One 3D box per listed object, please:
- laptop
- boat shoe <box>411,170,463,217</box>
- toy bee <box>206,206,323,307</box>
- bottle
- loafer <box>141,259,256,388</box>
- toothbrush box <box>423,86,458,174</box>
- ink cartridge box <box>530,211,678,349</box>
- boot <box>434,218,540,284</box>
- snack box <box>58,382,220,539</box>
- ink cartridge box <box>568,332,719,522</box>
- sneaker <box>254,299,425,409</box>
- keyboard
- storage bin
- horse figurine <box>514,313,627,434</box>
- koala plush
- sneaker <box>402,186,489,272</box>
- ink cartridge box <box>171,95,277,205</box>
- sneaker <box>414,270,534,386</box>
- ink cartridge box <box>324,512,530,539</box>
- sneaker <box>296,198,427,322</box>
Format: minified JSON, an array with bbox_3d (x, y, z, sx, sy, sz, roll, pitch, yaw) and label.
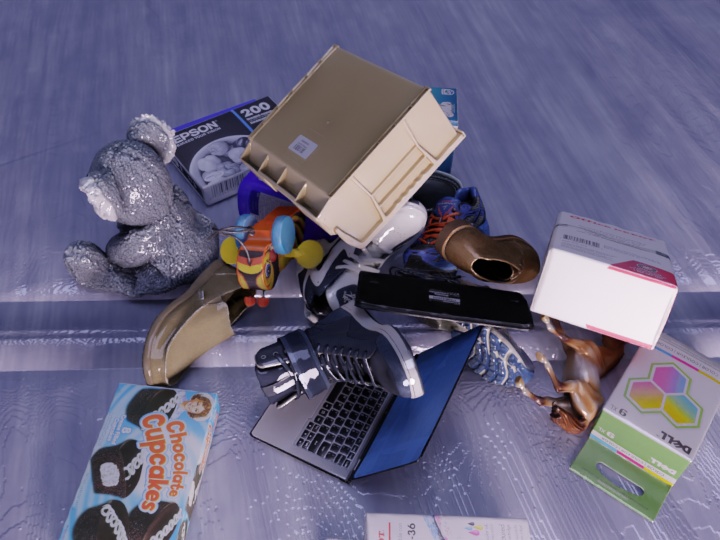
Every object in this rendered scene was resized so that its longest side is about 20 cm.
[{"bbox_3d":[0.006,0.123,0.820,0.199,0.116,0.188,21,50,16],"label":"laptop"},{"bbox_3d":[0.047,-0.106,1.050,0.199,0.076,0.060,-4,10,7],"label":"boat shoe"},{"bbox_3d":[-0.125,-0.015,0.902,0.130,0.109,0.200,10,16,37],"label":"toy bee"},{"bbox_3d":[-0.072,-0.076,1.018,0.199,0.084,0.065,19,49,16],"label":"bottle"},{"bbox_3d":[-0.192,0.062,0.893,0.067,0.076,0.200,13,48,18],"label":"loafer"},{"bbox_3d":[0.037,-0.190,1.085,0.199,0.147,0.086,3,47,1],"label":"toothbrush box"},{"bbox_3d":[0.298,0.004,0.910,0.144,0.085,0.200,18,21,12],"label":"ink cartridge box"},{"bbox_3d":[0.177,-0.004,0.925,0.199,0.074,0.075,13,25,-47],"label":"boot"},{"bbox_3d":[-0.228,0.216,0.778,0.116,0.037,0.201,6,48,2],"label":"snack box"},{"bbox_3d":[0.331,0.167,0.832,0.104,0.059,0.200,31,54,22],"label":"ink cartridge box"},{"bbox_3d":[-0.028,0.107,0.773,0.146,0.077,0.202,-24,20,-16],"label":"sneaker"},{"bbox_3d":[0.093,0.041,0.845,0.199,0.040,0.104,9,29,1],"label":"keyboard"},{"bbox_3d":[-0.018,-0.154,0.904,0.199,0.094,0.200,-48,48,-3],"label":"storage bin"},{"bbox_3d":[0.248,0.119,0.861,0.132,0.050,0.200,40,44,-13],"label":"horse figurine"},{"bbox_3d":[-0.276,-0.083,0.929,0.183,0.201,0.178,16,48,18],"label":"koala plush"},{"bbox_3d":[0.110,-0.056,0.979,0.075,0.079,0.200,4,25,29],"label":"sneaker"},{"bbox_3d":[-0.203,-0.206,1.159,0.198,0.044,0.200,-27,53,-24],"label":"ink cartridge box"},{"bbox_3d":[0.149,0.057,0.916,0.085,0.077,0.200,-26,54,-29],"label":"sneaker"},{"bbox_3d":[0.061,0.298,0.696,0.199,0.068,0.117,2,48,-1],"label":"ink cartridge box"},{"bbox_3d":[0.000,0.000,0.907,0.198,0.079,0.130,-23,45,24],"label":"sneaker"}]
